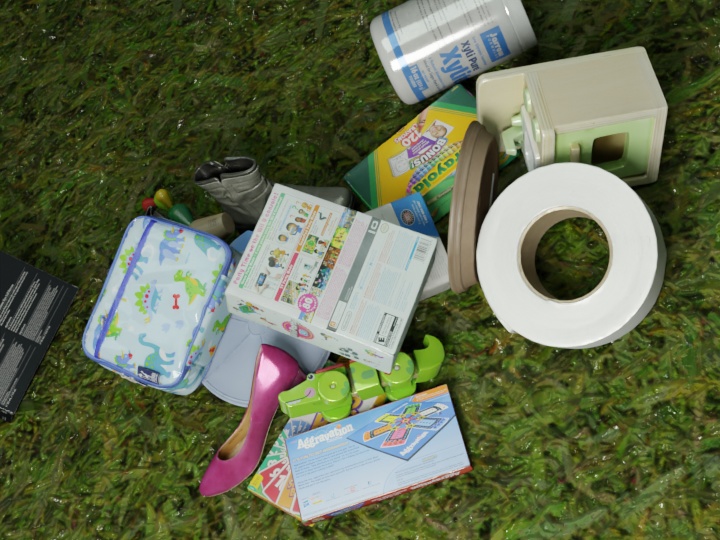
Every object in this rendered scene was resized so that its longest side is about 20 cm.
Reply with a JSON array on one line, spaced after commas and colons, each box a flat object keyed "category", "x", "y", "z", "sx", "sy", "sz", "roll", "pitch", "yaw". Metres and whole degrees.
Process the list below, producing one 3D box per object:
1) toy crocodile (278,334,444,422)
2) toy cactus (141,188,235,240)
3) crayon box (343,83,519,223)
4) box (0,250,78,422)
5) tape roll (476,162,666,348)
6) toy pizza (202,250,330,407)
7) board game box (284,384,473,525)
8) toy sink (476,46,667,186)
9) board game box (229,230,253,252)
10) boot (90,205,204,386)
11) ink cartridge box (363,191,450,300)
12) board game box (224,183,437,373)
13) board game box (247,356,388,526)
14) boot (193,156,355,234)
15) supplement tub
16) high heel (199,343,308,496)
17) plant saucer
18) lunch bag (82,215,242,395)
[{"category": "toy crocodile", "x": 0.002, "y": 0.124, "z": 1.271, "sx": 0.199, "sy": 0.068, "sz": 0.062, "roll": -16, "pitch": 61, "yaw": -1}, {"category": "toy cactus", "x": -0.251, "y": -0.041, "z": 1.528, "sx": 0.164, "sy": 0.102, "sz": 0.201, "roll": -24, "pitch": 48, "yaw": 25}, {"category": "crayon box", "x": 0.091, "y": -0.137, "z": 1.442, "sx": 0.200, "sy": 0.058, "sz": 0.119, "roll": -39, "pitch": 49, "yaw": -1}, {"category": "box", "x": -0.503, "y": 0.088, "z": 1.548, "sx": 0.079, "sy": 0.141, "sz": 0.201, "roll": -37, "pitch": 27, "yaw": 63}, {"category": "tape roll", "x": 0.231, "y": -0.014, "z": 1.225, "sx": 0.201, "sy": 0.071, "sz": 0.204, "roll": -2, "pitch": 85, "yaw": 23}, {"category": "toy pizza", "x": -0.123, "y": 0.071, "z": 1.385, "sx": 0.199, "sy": 0.032, "sz": 0.202, "roll": -4, "pitch": 76, "yaw": 14}, {"category": "board game box", "x": 0.018, "y": 0.207, "z": 1.251, "sx": 0.199, "sy": 0.019, "sz": 0.104, "roll": -19, "pitch": 59, "yaw": 7}, {"category": "toy sink", "x": 0.243, "y": -0.162, "z": 1.299, "sx": 0.198, "sy": 0.131, "sz": 0.113, "roll": -9, "pitch": 53, "yaw": 1}, {"category": "board game box", "x": -0.109, "y": 0.041, "z": 1.438, "sx": 0.199, "sy": 0.039, "sz": 0.159, "roll": 14, "pitch": 83, "yaw": 29}, {"category": "boot", "x": -0.239, "y": 0.033, "z": 1.435, "sx": 0.200, "sy": 0.069, "sz": 0.175, "roll": 37, "pitch": 91, "yaw": 8}, {"category": "ink cartridge box", "x": 0.000, "y": 0.000, "z": 1.329, "sx": 0.199, "sy": 0.067, "sz": 0.117, "roll": -21, "pitch": 80, "yaw": -8}, {"category": "board game box", "x": -0.032, "y": 0.007, "z": 1.246, "sx": 0.199, "sy": 0.064, "sz": 0.148, "roll": 21, "pitch": 68, "yaw": 7}, {"category": "board game box", "x": -0.043, "y": 0.193, "z": 1.313, "sx": 0.095, "sy": 0.030, "sz": 0.201, "roll": 19, "pitch": 67, "yaw": 36}, {"category": "boot", "x": -0.118, "y": -0.102, "z": 1.483, "sx": 0.199, "sy": 0.131, "sz": 0.068, "roll": -5, "pitch": 57, "yaw": 25}, {"category": "supplement tub", "x": 0.125, "y": -0.322, "z": 1.504, "sx": 0.199, "sy": 0.132, "sz": 0.133, "roll": -23, "pitch": 50, "yaw": 13}, {"category": "high heel", "x": -0.143, "y": 0.178, "z": 1.310, "sx": 0.200, "sy": 0.096, "sz": 0.067, "roll": -44, "pitch": 26, "yaw": 11}, {"category": "plant saucer", "x": 0.133, "y": -0.072, "z": 1.290, "sx": 0.029, "sy": 0.200, "sz": 0.201, "roll": 6, "pitch": 61, "yaw": 14}, {"category": "lunch bag", "x": -0.243, "y": 0.041, "z": 1.365, "sx": 0.160, "sy": 0.082, "sz": 0.201, "roll": 21, "pitch": 83, "yaw": 20}]
